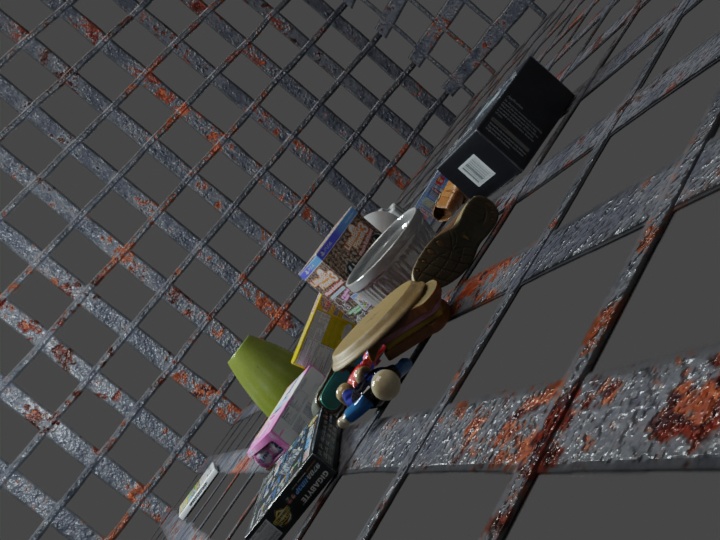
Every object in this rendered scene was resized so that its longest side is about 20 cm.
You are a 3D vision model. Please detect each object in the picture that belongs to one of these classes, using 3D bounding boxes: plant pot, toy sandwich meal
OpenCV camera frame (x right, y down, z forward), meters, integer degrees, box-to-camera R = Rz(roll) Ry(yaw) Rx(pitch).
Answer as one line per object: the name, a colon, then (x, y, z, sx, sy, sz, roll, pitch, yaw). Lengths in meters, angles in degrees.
plant pot: (-0.248, 0.270, 1.913, 0.188, 0.199, 0.187, -50, 5, 6)
toy sandwich meal: (0.044, 0.090, 1.050, 0.205, 0.070, 0.205, -43, 3, 3)

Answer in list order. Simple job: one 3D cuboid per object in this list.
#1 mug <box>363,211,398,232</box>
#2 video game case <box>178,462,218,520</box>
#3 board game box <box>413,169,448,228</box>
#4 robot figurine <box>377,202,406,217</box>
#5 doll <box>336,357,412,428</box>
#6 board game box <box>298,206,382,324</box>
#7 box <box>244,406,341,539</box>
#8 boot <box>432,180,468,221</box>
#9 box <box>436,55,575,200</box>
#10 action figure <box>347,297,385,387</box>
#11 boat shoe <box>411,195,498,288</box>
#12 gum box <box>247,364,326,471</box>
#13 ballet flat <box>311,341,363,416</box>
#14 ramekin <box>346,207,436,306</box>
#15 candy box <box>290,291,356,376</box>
mug: (0.061, -0.044, 1.879, 0.147, 0.189, 0.154, -18, 20, 6)
video game case: (-0.539, 0.731, 2.394, 0.183, 0.023, 0.200, -53, 6, -15)
board game box: (0.198, -0.193, 1.747, 0.202, 0.061, 0.200, -58, -7, 17)
robot figurine: (0.068, -0.112, 2.236, 0.201, 0.112, 0.170, -50, 9, 21)
doll: (0.016, 0.168, 1.008, 0.136, 0.049, 0.200, -41, 1, -18)
board game box: (0.000, 0.000, 1.508, 0.097, 0.199, 0.160, -43, 10, 52)
box: (-0.095, 0.307, 1.075, 0.160, 0.046, 0.200, -52, 4, 6)
boot: (0.227, -0.192, 1.557, 0.155, 0.073, 0.200, -52, -8, -19)
box: (0.268, -0.258, 1.354, 0.201, 0.117, 0.197, -52, 4, -20)
action figure: (0.022, 0.138, 1.199, 0.066, 0.051, 0.201, -54, 6, 49)
boat shoe: (0.148, -0.034, 1.157, 0.200, 0.072, 0.068, -48, -3, -25)
gum box: (-0.143, 0.302, 1.457, 0.114, 0.066, 0.201, -47, 7, 42)
ballet flat: (-0.029, 0.180, 1.274, 0.201, 0.067, 0.064, -55, -1, -36)
ramekin: (0.075, -0.012, 1.372, 0.200, 0.105, 0.200, -47, 9, 10)
candy box: (-0.066, 0.123, 1.538, 0.203, 0.101, 0.026, -67, 17, -8)
